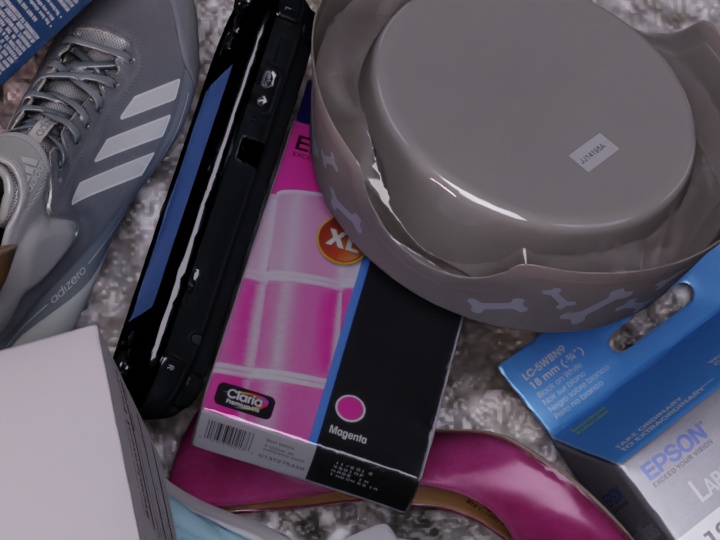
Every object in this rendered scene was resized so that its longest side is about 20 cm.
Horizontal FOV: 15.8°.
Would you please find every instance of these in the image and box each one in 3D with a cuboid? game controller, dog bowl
[{"bbox_3d":[-0.069,-0.030,1.112,0.042,0.104,0.201,22,78,-20],"label":"game controller"},{"bbox_3d":[0.069,-0.059,1.103,0.199,0.059,0.201,9,50,-11],"label":"dog bowl"}]

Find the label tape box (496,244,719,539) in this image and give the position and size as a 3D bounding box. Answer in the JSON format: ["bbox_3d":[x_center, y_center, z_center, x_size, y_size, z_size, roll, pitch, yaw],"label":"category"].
[{"bbox_3d":[0.176,0.074,1.109,0.144,0.063,0.200,-36,82,-13],"label":"label tape box"}]

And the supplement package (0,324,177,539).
[{"bbox_3d":[-0.166,0.134,0.954,0.199,0.111,0.156,-15,59,0],"label":"supplement package"}]

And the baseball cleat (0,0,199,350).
[{"bbox_3d":[-0.125,-0.056,1.114,0.069,0.106,0.201,13,76,16],"label":"baseball cleat"}]

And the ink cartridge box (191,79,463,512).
[{"bbox_3d":[0.000,0.000,1.103,0.094,0.037,0.201,17,54,-2],"label":"ink cartridge box"}]

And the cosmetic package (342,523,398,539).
[{"bbox_3d":[0.030,0.210,1.020,0.074,0.102,0.201,-26,114,-6],"label":"cosmetic package"}]

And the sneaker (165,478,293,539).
[{"bbox_3d":[-0.090,0.125,1.064,0.200,0.082,0.074,30,106,15],"label":"sneaker"}]

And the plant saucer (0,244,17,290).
[{"bbox_3d":[-0.224,0.032,0.990,0.199,0.200,0.036,-15,94,-4],"label":"plant saucer"}]

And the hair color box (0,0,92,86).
[{"bbox_3d":[-0.150,-0.156,1.133,0.200,0.061,0.100,-43,43,-6],"label":"hair color box"}]

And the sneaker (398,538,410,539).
[{"bbox_3d":[0.047,0.150,1.087,0.199,0.087,0.075,5,80,2],"label":"sneaker"}]

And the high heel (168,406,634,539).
[{"bbox_3d":[0.018,0.105,1.106,0.199,0.067,0.096,27,75,17],"label":"high heel"}]
